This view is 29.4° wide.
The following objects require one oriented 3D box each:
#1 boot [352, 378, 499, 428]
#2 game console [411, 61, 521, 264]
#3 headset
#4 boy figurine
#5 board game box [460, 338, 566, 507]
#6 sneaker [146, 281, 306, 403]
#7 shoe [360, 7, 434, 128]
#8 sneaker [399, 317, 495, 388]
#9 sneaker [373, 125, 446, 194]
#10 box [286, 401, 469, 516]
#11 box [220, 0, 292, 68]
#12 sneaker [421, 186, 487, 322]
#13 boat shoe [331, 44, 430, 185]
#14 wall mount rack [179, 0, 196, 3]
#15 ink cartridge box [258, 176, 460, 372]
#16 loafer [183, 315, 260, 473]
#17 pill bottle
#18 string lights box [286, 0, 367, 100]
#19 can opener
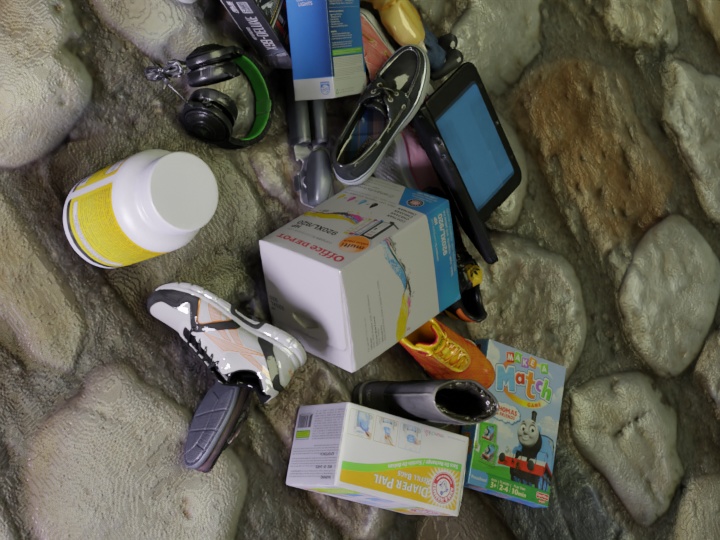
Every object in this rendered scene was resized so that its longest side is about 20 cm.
[{"bbox_3d":[0.106,0.165,1.732,0.180,0.199,0.073,3,78,-36],"label":"boot"},{"bbox_3d":[0.156,-0.141,1.785,0.116,0.176,0.201,-28,118,1],"label":"game console"},{"bbox_3d":[-0.174,-0.219,1.658,0.199,0.093,0.125,10,76,-46],"label":"headset"},{"bbox_3d":[0.059,-0.345,1.833,0.200,0.064,0.125,45,24,-41],"label":"boy figurine"},{"bbox_3d":[0.209,0.212,1.901,0.150,0.036,0.202,20,70,-32],"label":"board game box"},{"bbox_3d":[-0.164,0.081,1.584,0.198,0.074,0.080,25,62,10],"label":"sneaker"},{"bbox_3d":[0.025,-0.247,1.810,0.201,0.071,0.091,53,39,-11],"label":"shoe"},{"bbox_3d":[0.101,0.105,1.807,0.199,0.077,0.073,35,92,-22],"label":"sneaker"},{"bbox_3d":[0.069,-0.157,1.832,0.105,0.075,0.202,-41,117,-31],"label":"sneaker"},{"bbox_3d":[0.024,0.238,1.716,0.199,0.112,0.102,20,72,-33],"label":"box"},{"bbox_3d":[-0.099,-0.380,1.720,0.158,0.049,0.202,52,50,-59],"label":"box"},{"bbox_3d":[0.125,-0.019,1.805,0.070,0.090,0.202,-37,130,-30],"label":"sneaker"},{"bbox_3d":[0.027,-0.200,1.722,0.068,0.057,0.201,26,82,17],"label":"boat shoe"},{"bbox_3d":[-0.211,-0.439,1.680,0.174,0.074,0.202,-37,106,-48],"label":"wall mount rack"},{"bbox_3d":[0.000,0.000,1.689,0.199,0.146,0.146,-33,128,-36],"label":"ink cartridge box"},{"bbox_3d":[-0.146,0.153,1.635,0.063,0.072,0.202,35,61,-31],"label":"loafer"},{"bbox_3d":[-0.241,-0.070,1.518,0.112,0.199,0.114,6,79,-34],"label":"pill bottle"},{"bbox_3d":[-0.044,-0.316,1.697,0.103,0.058,0.202,-24,111,-64],"label":"string lights box"},{"bbox_3d":[-0.059,-0.177,1.757,0.052,0.066,0.202,-1,78,-34],"label":"can opener"}]
